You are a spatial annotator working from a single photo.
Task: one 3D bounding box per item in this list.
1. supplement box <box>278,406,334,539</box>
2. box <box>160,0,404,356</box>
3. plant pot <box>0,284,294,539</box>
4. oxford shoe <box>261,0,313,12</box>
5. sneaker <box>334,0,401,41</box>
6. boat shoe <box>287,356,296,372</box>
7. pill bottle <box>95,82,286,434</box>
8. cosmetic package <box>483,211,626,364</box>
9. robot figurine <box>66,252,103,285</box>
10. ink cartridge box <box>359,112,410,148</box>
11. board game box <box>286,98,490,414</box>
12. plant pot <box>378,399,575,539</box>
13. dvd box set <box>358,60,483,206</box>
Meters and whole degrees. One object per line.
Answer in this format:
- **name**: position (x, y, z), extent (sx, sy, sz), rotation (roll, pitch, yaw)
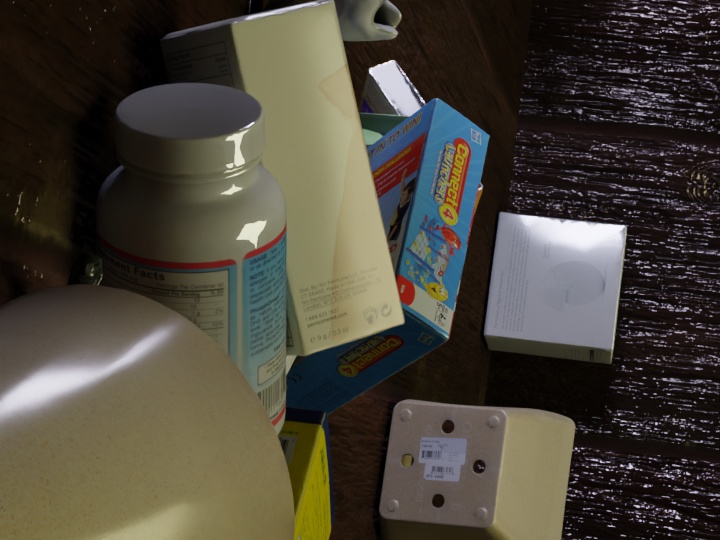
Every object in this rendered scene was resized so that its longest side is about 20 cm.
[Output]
- **supplement box**: position (-0.090, 0.191, 1.389), extent (0.200, 0.109, 0.109), rotation (-75, 167, -46)
- **box**: position (-0.048, -0.054, 1.305), extent (0.095, 0.078, 0.201), rotation (1, -75, 58)
- **plant pot**: position (-0.150, 0.112, 0.837), extent (0.200, 0.187, 0.188), rotation (-19, 116, -66)
- **oxford shoe**: position (-0.040, -0.116, 1.604), extent (0.085, 0.072, 0.201), rotation (-76, 169, -59)
- **sneaker**: position (-0.011, -0.249, 1.643), extent (0.200, 0.087, 0.075), rotation (80, 21, -55)
- **boat shoe**: position (-0.067, 0.021, 1.507), extent (0.086, 0.074, 0.202), rotation (111, 1, -49)
- **pill bottle**: position (-0.095, 0.002, 1.229), extent (0.109, 0.108, 0.201), rotation (-66, 160, -62)
- **cosmetic package**: position (0.302, 0.028, 3.368), extent (0.123, 0.199, 0.200), rotation (68, 30, -76)
- **robot figurine**: position (-0.133, 0.068, 1.036), extent (0.200, 0.058, 0.146), rotation (-161, -114, -76)
- **ink cartridge box**: position (-0.003, -0.063, 1.758), extent (0.059, 0.103, 0.200), rotation (-74, 166, -48)
- **board game box**: position (0.000, 0.000, 1.616), extent (0.200, 0.056, 0.196), rotation (-34, -148, 44)
- **plant pot**: position (0.117, 0.239, 2.473), extent (0.177, 0.199, 0.201), rotation (41, 55, -65)
- **dvd box set**: position (0.038, -0.062, 1.852), extent (0.147, 0.029, 0.200), rotation (56, -25, 25)
